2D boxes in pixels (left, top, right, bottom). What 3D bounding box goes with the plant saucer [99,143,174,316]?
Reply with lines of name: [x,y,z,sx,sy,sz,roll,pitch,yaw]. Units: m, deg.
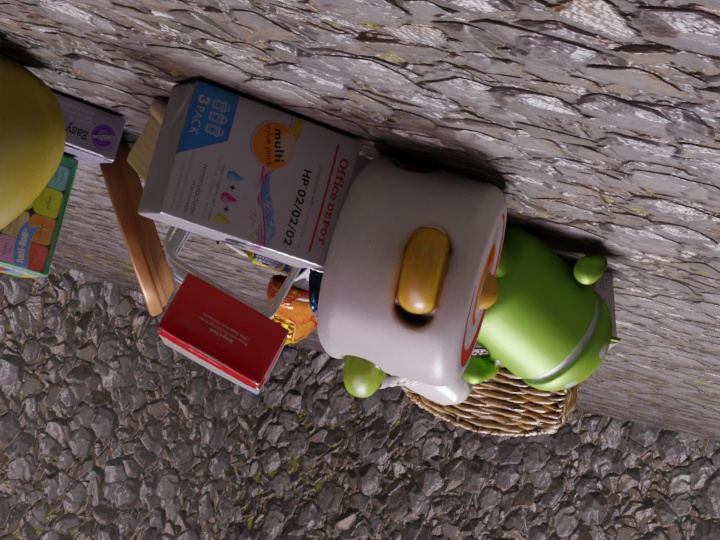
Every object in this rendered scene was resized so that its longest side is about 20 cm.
plant saucer: [-0.239,-0.051,1.883,0.037,0.202,0.200,-19,176,-5]

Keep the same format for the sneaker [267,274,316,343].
sneaker: [-0.076,0.051,2.053,0.073,0.078,0.200,24,176,9]

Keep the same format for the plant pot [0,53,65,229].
plant pot: [-0.349,-0.119,1.573,0.199,0.202,0.142,12,-163,32]

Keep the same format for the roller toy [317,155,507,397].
roller toy: [0.052,0.000,1.513,0.139,0.183,0.201,15,138,10]

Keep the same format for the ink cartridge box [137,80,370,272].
ink cartridge box: [-0.075,-0.073,1.488,0.199,0.116,0.068,18,174,-25]

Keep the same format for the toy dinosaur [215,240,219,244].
toy dinosaur: [-0.185,-0.074,2.070,0.088,0.048,0.200,33,170,-14]

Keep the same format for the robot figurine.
robot figurine: [0.165,0.038,1.721,0.200,0.175,0.116,39,-165,-25]

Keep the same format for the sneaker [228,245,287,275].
sneaker: [-0.092,-0.027,2.100,0.199,0.074,0.071,13,-179,32]

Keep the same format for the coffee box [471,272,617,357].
coffee box: [0.158,0.051,1.851,0.198,0.081,0.113,-1,168,-8]

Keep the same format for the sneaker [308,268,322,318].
sneaker: [0.018,-0.006,1.770,0.086,0.076,0.200,6,149,-32]

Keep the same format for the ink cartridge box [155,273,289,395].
ink cartridge box: [-0.134,0.064,1.730,0.116,0.068,0.200,29,173,-1]

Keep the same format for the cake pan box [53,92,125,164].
cake pan box: [-0.350,-0.155,1.762,0.199,0.053,0.184,19,175,-25]

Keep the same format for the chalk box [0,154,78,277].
chalk box: [-0.363,-0.067,1.767,0.123,0.126,0.200,17,175,-20]

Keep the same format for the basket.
basket: [0.160,0.097,2.021,0.198,0.144,0.149,13,-156,13]

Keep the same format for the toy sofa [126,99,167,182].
toy sofa: [-0.104,-0.094,1.611,0.199,0.098,0.083,21,-164,-40]

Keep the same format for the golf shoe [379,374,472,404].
golf shoe: [0.037,0.104,1.910,0.199,0.098,0.078,36,131,-22]

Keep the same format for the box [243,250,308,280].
box: [-0.029,-0.017,2.015,0.198,0.071,0.064,18,-174,-15]

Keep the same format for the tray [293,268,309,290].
tray: [0.000,0.000,1.903,0.107,0.022,0.200,17,162,-14]

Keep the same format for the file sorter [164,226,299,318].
file sorter: [-0.122,-0.028,1.817,0.138,0.125,0.200,30,173,-1]
